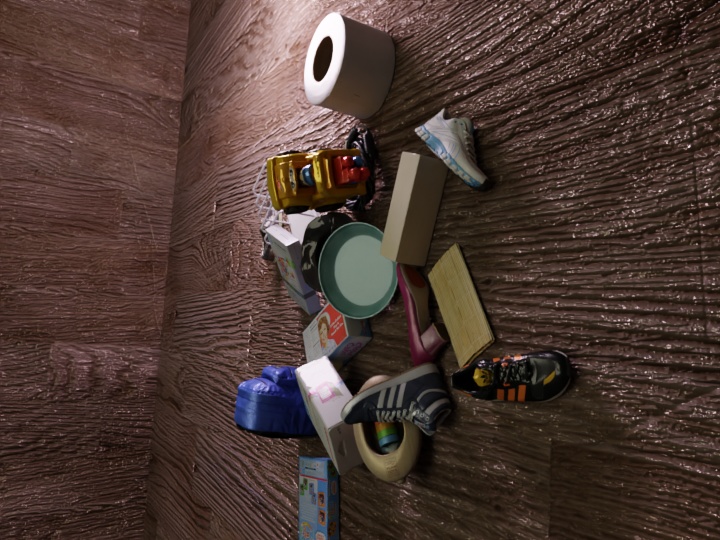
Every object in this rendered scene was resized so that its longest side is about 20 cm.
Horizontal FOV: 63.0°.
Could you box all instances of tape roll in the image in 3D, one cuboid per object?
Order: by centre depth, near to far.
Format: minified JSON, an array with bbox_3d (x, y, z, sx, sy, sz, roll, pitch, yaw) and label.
[{"bbox_3d":[-0.029,-0.470,1.362,0.201,0.136,0.208,-20,67,56],"label":"tape roll"}]

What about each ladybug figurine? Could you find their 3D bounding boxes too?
[{"bbox_3d":[0.056,0.300,1.110,0.133,0.072,0.204,-22,59,19],"label":"ladybug figurine"}]

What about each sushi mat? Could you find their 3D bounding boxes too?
[{"bbox_3d":[0.175,0.060,1.039,0.096,0.012,0.203,-52,42,43],"label":"sushi mat"}]

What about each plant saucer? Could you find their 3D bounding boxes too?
[{"bbox_3d":[0.000,0.000,1.258,0.196,0.036,0.206,1,91,29],"label":"plant saucer"}]

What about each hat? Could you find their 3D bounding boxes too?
[{"bbox_3d":[-0.050,-0.040,1.370,0.197,0.080,0.206,-3,85,41],"label":"hat"}]

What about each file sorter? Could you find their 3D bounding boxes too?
[{"bbox_3d":[-0.211,-0.179,1.622,0.140,0.122,0.203,-54,42,39],"label":"file sorter"}]

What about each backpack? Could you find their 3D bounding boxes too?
[{"bbox_3d":[-0.210,0.323,1.451,0.161,0.196,0.173,-10,75,58],"label":"backpack"}]

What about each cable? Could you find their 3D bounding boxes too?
[{"bbox_3d":[-0.017,-0.225,1.377,0.163,0.050,0.205,-35,56,49],"label":"cable"}]

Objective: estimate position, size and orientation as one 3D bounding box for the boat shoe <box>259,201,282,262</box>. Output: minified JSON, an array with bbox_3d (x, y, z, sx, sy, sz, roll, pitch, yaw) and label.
[{"bbox_3d":[-0.273,-0.124,1.769,0.073,0.063,0.204,-41,50,50],"label":"boat shoe"}]

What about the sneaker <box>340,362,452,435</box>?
[{"bbox_3d":[0.067,0.251,1.039,0.071,0.196,0.110,72,172,-57],"label":"sneaker"}]

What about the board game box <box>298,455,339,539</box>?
[{"bbox_3d":[-0.100,0.546,1.380,0.150,0.036,0.205,-20,67,56],"label":"board game box"}]

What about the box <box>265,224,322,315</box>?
[{"bbox_3d":[-0.172,-0.003,1.508,0.155,0.041,0.204,34,144,56],"label":"box"}]

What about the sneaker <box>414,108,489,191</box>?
[{"bbox_3d":[0.176,-0.224,1.044,0.087,0.075,0.201,-43,53,13],"label":"sneaker"}]

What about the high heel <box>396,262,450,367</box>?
[{"bbox_3d":[0.094,0.081,1.115,0.096,0.066,0.203,-50,45,34],"label":"high heel"}]

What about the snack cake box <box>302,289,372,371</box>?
[{"bbox_3d":[-0.059,0.150,1.359,0.200,0.066,0.117,-48,44,43],"label":"snack cake box"}]

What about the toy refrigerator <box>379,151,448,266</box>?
[{"bbox_3d":[0.101,-0.119,1.137,0.070,0.074,0.205,27,108,57],"label":"toy refrigerator"}]

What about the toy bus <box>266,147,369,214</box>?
[{"bbox_3d":[-0.078,-0.201,1.260,0.190,0.197,0.139,-5,94,53],"label":"toy bus"}]

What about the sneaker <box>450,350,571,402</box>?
[{"bbox_3d":[0.217,0.162,0.875,0.199,0.088,0.072,-26,62,55],"label":"sneaker"}]

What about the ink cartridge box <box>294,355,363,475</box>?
[{"bbox_3d":[-0.059,0.308,1.263,0.200,0.083,0.147,-131,25,-52],"label":"ink cartridge box"}]
